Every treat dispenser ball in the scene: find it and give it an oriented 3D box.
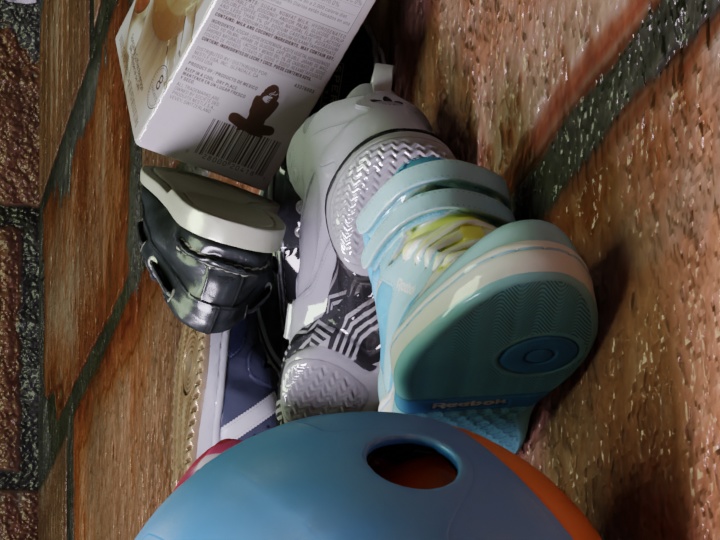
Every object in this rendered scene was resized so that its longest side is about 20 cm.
[{"bbox_3d":[0.003,0.151,1.001,0.201,0.200,0.202,-178,90,-78],"label":"treat dispenser ball"}]

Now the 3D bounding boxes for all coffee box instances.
[{"bbox_3d":[-0.043,-0.158,1.405,0.200,0.080,0.114,-59,26,25],"label":"coffee box"}]

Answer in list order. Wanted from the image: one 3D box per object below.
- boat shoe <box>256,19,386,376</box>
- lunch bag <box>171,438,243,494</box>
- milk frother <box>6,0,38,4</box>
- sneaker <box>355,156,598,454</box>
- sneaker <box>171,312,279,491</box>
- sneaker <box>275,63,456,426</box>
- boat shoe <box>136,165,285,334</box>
[{"bbox_3d":[-0.017,-0.036,1.455,0.068,0.072,0.201,167,111,-79],"label":"boat shoe"},{"bbox_3d":[-0.055,0.198,1.285,0.176,0.082,0.200,77,-152,-46],"label":"lunch bag"},{"bbox_3d":[-0.129,-0.256,1.696,0.180,0.199,0.189,149,122,-80],"label":"milk frother"},{"bbox_3d":[0.041,-0.006,1.142,0.200,0.079,0.131,118,150,-63],"label":"sneaker"},{"bbox_3d":[-0.039,0.099,1.432,0.070,0.108,0.201,137,135,-71],"label":"sneaker"},{"bbox_3d":[0.000,0.000,1.353,0.115,0.075,0.200,-104,24,-56],"label":"sneaker"},{"bbox_3d":[-0.076,-0.008,1.372,0.199,0.074,0.066,-141,66,-74],"label":"boat shoe"}]
